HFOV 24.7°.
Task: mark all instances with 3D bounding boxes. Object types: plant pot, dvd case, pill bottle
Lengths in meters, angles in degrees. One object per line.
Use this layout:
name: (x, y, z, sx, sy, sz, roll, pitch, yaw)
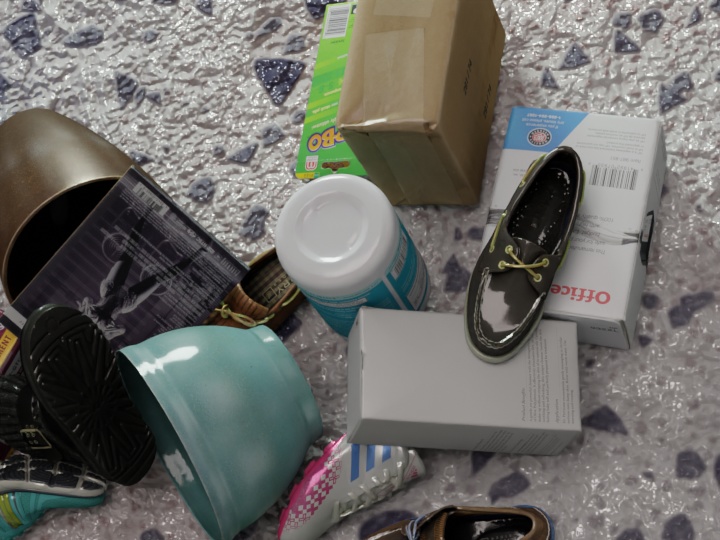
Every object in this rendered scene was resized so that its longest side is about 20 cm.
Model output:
plant pot: (-0.118, 0.132, 1.504, 0.134, 0.201, 0.201, -27, 62, -16)
dvd case: (-0.224, 0.023, 1.561, 0.149, 0.016, 0.200, 41, 100, -8)
pill bottle: (0.000, 0.000, 1.507, 0.110, 0.200, 0.111, -6, 66, 13)
plant pot: (-0.301, -0.071, 1.652, 0.187, 0.187, 0.200, -37, 49, -1)

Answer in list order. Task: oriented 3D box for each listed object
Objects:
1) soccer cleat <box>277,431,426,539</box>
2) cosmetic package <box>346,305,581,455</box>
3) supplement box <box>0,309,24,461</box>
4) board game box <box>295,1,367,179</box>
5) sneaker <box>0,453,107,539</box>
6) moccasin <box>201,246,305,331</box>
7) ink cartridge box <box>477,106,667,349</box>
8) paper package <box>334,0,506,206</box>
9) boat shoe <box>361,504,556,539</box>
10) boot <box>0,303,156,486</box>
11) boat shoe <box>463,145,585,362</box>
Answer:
soccer cleat: (0.006, 0.184, 1.503, 0.086, 0.070, 0.200, 35, 82, 21)
cosmetic package: (0.090, 0.100, 1.464, 0.199, 0.085, 0.108, 5, 67, -7)
supplement box: (-0.416, 0.085, 1.649, 0.199, 0.103, 0.131, 24, 77, 24)
board game box: (-0.006, -0.183, 1.671, 0.095, 0.030, 0.201, -2, 65, 29)
sneaker: (-0.341, 0.225, 1.596, 0.199, 0.078, 0.080, -6, 105, 4)
moccasin: (-0.106, 0.032, 1.593, 0.201, 0.078, 0.074, -35, 64, 1)
ink cartridge box: (0.196, -0.040, 1.530, 0.144, 0.084, 0.201, 8, 71, 18)
paper package: (0.061, -0.183, 1.568, 0.103, 0.191, 0.201, 3, 69, 18)
boat shoe: (0.071, 0.241, 1.458, 0.199, 0.072, 0.073, -17, 64, 9)
boot: (-0.290, 0.108, 1.512, 0.157, 0.212, 0.079, 14, 47, 40)
boat shoe: (0.143, -0.018, 1.440, 0.071, 0.061, 0.202, 21, 70, 4)
